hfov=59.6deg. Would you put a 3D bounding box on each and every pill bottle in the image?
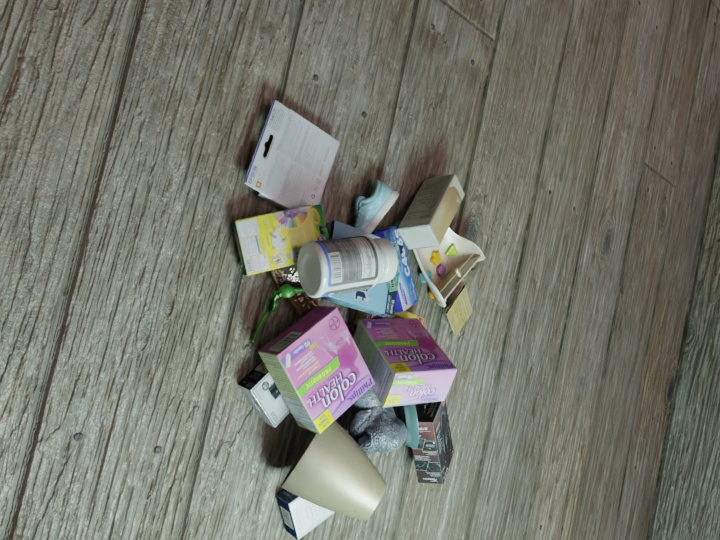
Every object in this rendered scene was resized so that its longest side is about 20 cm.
[{"bbox_3d":[-0.025,-0.012,1.326,0.196,0.113,0.117,-8,100,-34],"label":"pill bottle"}]

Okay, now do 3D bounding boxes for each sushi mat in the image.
[{"bbox_3d":[0.273,0.113,1.734,0.096,0.012,0.201,-53,153,-11],"label":"sushi mat"}]

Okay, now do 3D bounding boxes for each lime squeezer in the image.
[{"bbox_3d":[-0.174,0.072,1.374,0.199,0.038,0.071,-38,144,-9],"label":"lime squeezer"}]

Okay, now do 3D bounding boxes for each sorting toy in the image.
[{"bbox_3d":[0.211,-0.038,1.686,0.200,0.106,0.182,-45,114,-27],"label":"sorting toy"}]

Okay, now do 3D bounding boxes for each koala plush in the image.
[{"bbox_3d":[0.022,0.329,1.525,0.174,0.182,0.205,-5,86,-39],"label":"koala plush"}]

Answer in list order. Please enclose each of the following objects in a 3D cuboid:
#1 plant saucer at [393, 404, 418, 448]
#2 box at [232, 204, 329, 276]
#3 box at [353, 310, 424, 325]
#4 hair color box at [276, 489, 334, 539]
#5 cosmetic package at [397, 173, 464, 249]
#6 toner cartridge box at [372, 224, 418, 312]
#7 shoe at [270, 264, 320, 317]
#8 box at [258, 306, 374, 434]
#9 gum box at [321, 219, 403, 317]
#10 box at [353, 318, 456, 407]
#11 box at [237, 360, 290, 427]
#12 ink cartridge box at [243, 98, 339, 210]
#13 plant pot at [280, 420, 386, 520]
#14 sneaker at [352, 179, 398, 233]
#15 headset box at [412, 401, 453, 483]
[{"bbox_3d":[0.106,0.348,1.585,0.027,0.200,0.205,-9,102,-9],"label":"plant saucer"},{"bbox_3d":[-0.164,-0.068,1.343,0.196,0.048,0.120,-13,92,-19],"label":"box"},{"bbox_3d":[0.076,0.130,1.612,0.198,0.050,0.077,24,78,-40],"label":"box"},{"bbox_3d":[-0.098,0.534,1.502,0.198,0.060,0.102,-24,110,-36],"label":"hair color box"},{"bbox_3d":[0.183,-0.151,1.611,0.072,0.104,0.202,55,49,-31],"label":"cosmetic package"},{"bbox_3d":[0.086,-0.005,1.572,0.095,0.042,0.205,-25,102,-57],"label":"toner cartridge box"},{"bbox_3d":[-0.151,0.032,1.414,0.069,0.053,0.203,-30,111,-11],"label":"shoe"},{"bbox_3d":[-0.092,0.211,1.361,0.175,0.096,0.203,-36,109,-30],"label":"box"},{"bbox_3d":[0.000,0.000,1.436,0.197,0.044,0.174,18,72,-30],"label":"gum box"},{"bbox_3d":[0.097,0.211,1.487,0.172,0.201,0.098,2,122,-29],"label":"box"},{"bbox_3d":[-0.164,0.235,1.413,0.200,0.059,0.118,-44,120,-27],"label":"box"},{"bbox_3d":[-0.154,-0.238,1.382,0.198,0.040,0.204,27,78,-39],"label":"ink cartridge box"},{"bbox_3d":[-0.047,0.457,1.401,0.198,0.188,0.189,35,68,3],"label":"plant pot"},{"bbox_3d":[0.007,-0.133,1.527,0.081,0.074,0.201,38,73,-4],"label":"sneaker"},{"bbox_3d":[0.190,0.441,1.690,0.149,0.075,0.205,-43,126,-64],"label":"headset box"}]
